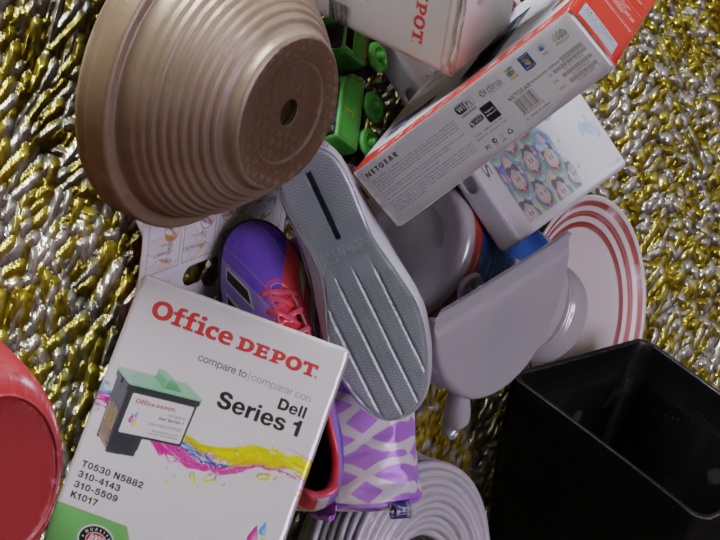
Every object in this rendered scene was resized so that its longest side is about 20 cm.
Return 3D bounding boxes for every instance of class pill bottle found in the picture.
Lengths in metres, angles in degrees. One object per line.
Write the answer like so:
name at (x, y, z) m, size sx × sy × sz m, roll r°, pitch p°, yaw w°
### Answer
pill bottle at (0.087, 0.007, 1.842) m, size 0.200 × 0.112 × 0.113 m, roll 26°, pitch 75°, yaw -52°

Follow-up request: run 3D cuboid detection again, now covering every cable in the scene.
cable at (0.023, 0.231, 1.824) m, size 0.199 × 0.069 × 0.202 m, roll 7°, pitch 90°, yaw -53°

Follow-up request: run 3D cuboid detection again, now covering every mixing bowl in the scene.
mixing bowl at (-0.246, 0.113, 1.426) m, size 0.199 × 0.108 × 0.202 m, roll -11°, pitch 104°, yaw -52°

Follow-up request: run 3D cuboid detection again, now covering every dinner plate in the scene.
dinner plate at (0.180, 0.037, 2.039) m, size 0.199 × 0.024 × 0.202 m, roll -12°, pitch 106°, yaw -51°

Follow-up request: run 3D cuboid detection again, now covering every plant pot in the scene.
plant pot at (-0.079, -0.114, 1.533) m, size 0.200 × 0.092 × 0.202 m, roll -34°, pitch 136°, yaw -41°
plant pot at (0.216, 0.194, 1.965) m, size 0.199 × 0.199 × 0.179 m, roll -10°, pitch 129°, yaw -51°

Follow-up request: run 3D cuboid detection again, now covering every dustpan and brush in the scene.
dustpan and brush at (0.083, 0.062, 1.767) m, size 0.139 × 0.057 × 0.201 m, roll -31°, pitch 139°, yaw -30°

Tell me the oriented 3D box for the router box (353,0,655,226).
router box at (0.104, -0.133, 1.635) m, size 0.049 × 0.200 × 0.180 m, roll 48°, pitch 32°, yaw -8°

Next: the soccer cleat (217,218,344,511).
soccer cleat at (-0.048, 0.062, 1.644) m, size 0.068 × 0.073 × 0.202 m, roll -11°, pitch 89°, yaw -14°

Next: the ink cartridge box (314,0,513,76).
ink cartridge box at (0.008, -0.239, 1.599) m, size 0.085 × 0.199 × 0.147 m, roll -39°, pitch 149°, yaw -42°

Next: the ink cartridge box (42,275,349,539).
ink cartridge box at (-0.106, 0.121, 1.555) m, size 0.084 × 0.144 × 0.202 m, roll 120°, pitch -10°, yaw -80°

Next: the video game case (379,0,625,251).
video game case at (0.105, -0.123, 1.824) m, size 0.183 × 0.024 × 0.200 m, roll 56°, pitch 35°, yaw 1°

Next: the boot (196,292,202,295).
boot at (-0.105, 0.106, 1.659) m, size 0.075 × 0.073 × 0.202 m, roll -56°, pitch 140°, yaw -71°

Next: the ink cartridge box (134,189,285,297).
ink cartridge box at (-0.106, -0.081, 1.647) m, size 0.162 × 0.057 × 0.201 m, roll -23°, pitch 133°, yaw -49°

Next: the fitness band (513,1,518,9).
fitness band at (0.056, -0.235, 1.736) m, size 0.144 × 0.037 × 0.200 m, roll 55°, pitch 5°, yaw 12°

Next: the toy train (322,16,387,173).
toy train at (-0.008, -0.162, 1.713) m, size 0.056 × 0.041 × 0.202 m, roll 36°, pitch 50°, yaw -44°

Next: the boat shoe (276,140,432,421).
boat shoe at (0.000, 0.000, 1.653) m, size 0.067 × 0.073 × 0.202 m, roll -83°, pitch 156°, yaw -76°

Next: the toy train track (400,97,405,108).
toy train track at (0.078, -0.129, 1.874) m, size 0.199 × 0.032 × 0.116 m, roll -12°, pitch 84°, yaw -58°

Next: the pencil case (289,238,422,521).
pencil case at (-0.008, 0.076, 1.722) m, size 0.085 × 0.084 × 0.202 m, roll -4°, pitch 85°, yaw -32°
